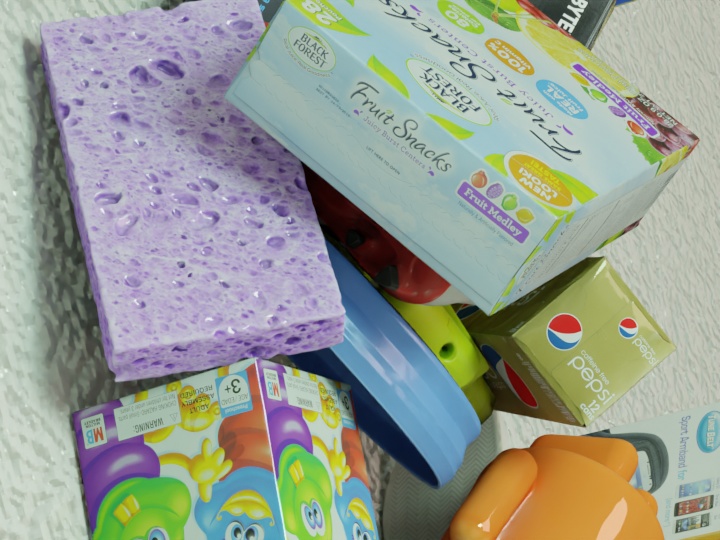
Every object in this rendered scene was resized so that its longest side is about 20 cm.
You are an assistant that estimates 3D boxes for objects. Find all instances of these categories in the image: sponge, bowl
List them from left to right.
[{"bbox_3d":[-0.083,-0.043,1.424,0.030,0.111,0.200,98,-20,-54],"label":"sponge"},{"bbox_3d":[-0.015,0.027,1.514,0.201,0.039,0.201,45,-7,7],"label":"bowl"}]

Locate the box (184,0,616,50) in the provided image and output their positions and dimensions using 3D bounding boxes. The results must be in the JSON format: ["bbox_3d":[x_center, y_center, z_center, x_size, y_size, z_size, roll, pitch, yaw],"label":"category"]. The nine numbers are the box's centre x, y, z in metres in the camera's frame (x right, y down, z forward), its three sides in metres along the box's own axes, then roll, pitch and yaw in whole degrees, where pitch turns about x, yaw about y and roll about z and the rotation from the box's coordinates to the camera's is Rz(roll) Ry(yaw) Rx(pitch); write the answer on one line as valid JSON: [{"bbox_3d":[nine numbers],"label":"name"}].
[{"bbox_3d":[0.025,-0.141,1.621,0.200,0.198,0.050,-58,172,-43],"label":"box"}]

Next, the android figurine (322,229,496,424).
[{"bbox_3d":[0.000,0.000,1.602,0.182,0.041,0.200,37,-15,54],"label":"android figurine"}]

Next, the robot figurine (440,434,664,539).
[{"bbox_3d":[0.092,0.176,1.596,0.117,0.144,0.200,30,51,5],"label":"robot figurine"}]

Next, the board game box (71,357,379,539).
[{"bbox_3d":[-0.053,0.156,1.403,0.103,0.105,0.200,20,55,-62],"label":"board game box"}]

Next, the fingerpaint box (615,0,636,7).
[{"bbox_3d":[0.055,-0.219,1.797,0.167,0.200,0.073,64,25,-24],"label":"fingerpaint box"}]

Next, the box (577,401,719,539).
[{"bbox_3d":[0.161,0.143,1.791,0.041,0.200,0.119,59,26,-31],"label":"box"}]

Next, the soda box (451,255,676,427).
[{"bbox_3d":[0.098,0.036,1.611,0.064,0.068,0.200,51,-10,-9],"label":"soda box"}]

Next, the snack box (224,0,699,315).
[{"bbox_3d":[0.054,-0.074,1.450,0.169,0.068,0.200,39,28,11],"label":"snack box"}]

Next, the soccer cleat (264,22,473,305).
[{"bbox_3d":[-0.004,-0.051,1.498,0.200,0.069,0.085,46,15,31],"label":"soccer cleat"}]

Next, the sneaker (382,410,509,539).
[{"bbox_3d":[0.066,0.181,1.723,0.116,0.074,0.200,47,43,-50],"label":"sneaker"}]
